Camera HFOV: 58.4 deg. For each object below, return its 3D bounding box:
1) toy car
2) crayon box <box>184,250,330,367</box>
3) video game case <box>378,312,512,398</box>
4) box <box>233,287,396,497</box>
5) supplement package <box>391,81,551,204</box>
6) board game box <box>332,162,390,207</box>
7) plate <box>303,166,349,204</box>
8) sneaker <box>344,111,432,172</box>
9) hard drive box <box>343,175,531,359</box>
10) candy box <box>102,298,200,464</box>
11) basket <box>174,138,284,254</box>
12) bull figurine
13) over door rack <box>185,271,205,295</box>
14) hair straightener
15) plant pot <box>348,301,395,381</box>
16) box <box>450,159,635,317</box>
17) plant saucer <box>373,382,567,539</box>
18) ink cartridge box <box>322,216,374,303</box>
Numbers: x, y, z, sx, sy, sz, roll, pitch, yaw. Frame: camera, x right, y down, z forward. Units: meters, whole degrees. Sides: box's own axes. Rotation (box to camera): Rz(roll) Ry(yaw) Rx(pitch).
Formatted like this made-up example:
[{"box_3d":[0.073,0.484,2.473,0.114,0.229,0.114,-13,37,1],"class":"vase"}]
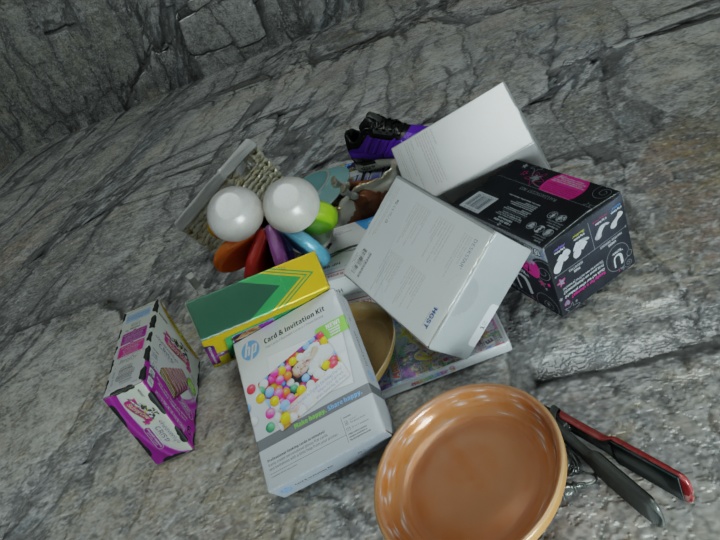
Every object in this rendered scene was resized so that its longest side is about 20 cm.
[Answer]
[{"box_3d":[-0.129,-0.042,0.966,0.199,0.175,0.151,-9,74,5],"class":"toy car"},{"box_3d":[-0.135,0.058,0.875,0.172,0.058,0.200,-24,-13,-14],"class":"crayon box"},{"box_3d":[0.084,0.091,0.851,0.199,0.018,0.143,-22,32,7],"class":"video game case"},{"box_3d":[-0.060,0.141,0.770,0.156,0.041,0.200,-29,53,11],"class":"box"},{"box_3d":[0.173,-0.171,1.005,0.200,0.120,0.122,-28,64,20],"class":"supplement package"},{"box_3d":[-0.008,-0.150,1.240,0.199,0.057,0.166,-12,36,23],"class":"board game box"},{"box_3d":[-0.107,-0.137,1.212,0.200,0.026,0.200,-30,27,17],"class":"plate"},{"box_3d":[0.047,-0.246,1.175,0.200,0.100,0.070,-8,33,40],"class":"sneaker"},{"box_3d":[0.088,-0.009,0.816,0.200,0.077,0.156,41,105,48],"class":"hard drive box"},{"box_3d":[-0.289,0.152,0.920,0.061,0.137,0.200,-23,32,2],"class":"candy box"},{"box_3d":[-0.250,-0.135,1.268,0.200,0.123,0.136,-36,19,40],"class":"basket"},{"box_3d":[-0.006,-0.112,1.082,0.200,0.121,0.065,-48,43,37],"class":"bull figurine"},{"box_3d":[-0.169,0.037,1.053,0.148,0.067,0.200,-37,54,-17],"class":"over door rack"},{"box_3d":[0.206,0.177,0.614,0.077,0.041,0.200,-35,32,-15],"class":"hair straightener"},{"box_3d":[-0.034,0.124,0.856,0.200,0.028,0.200,-28,31,18],"class":"plant pot"},{"box_3d":[0.236,-0.048,0.857,0.132,0.115,0.200,-34,31,-11],"class":"box"},{"box_3d":[0.107,0.202,0.631,0.200,0.037,0.200,-26,33,18],"class":"plant saucer"},{"box_3d":[0.000,0.000,1.000,0.115,0.067,0.200,-16,33,15],"class":"ink cartridge box"}]
